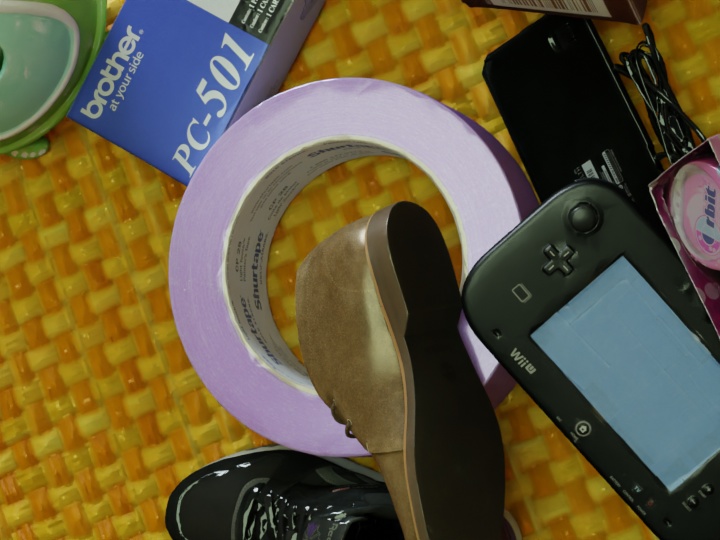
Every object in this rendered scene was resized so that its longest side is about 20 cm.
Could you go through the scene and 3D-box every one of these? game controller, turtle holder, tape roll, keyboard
[{"bbox_3d":[0.144,0.051,1.152,0.104,0.042,0.200,-42,97,0],"label":"game controller"},{"bbox_3d":[-0.238,-0.132,1.277,0.185,0.132,0.142,-21,81,15],"label":"turtle holder"},{"bbox_3d":[0.000,0.000,1.226,0.199,0.066,0.201,-1,86,19],"label":"tape roll"},{"bbox_3d":[0.146,-0.049,1.206,0.104,0.040,0.201,-32,77,37],"label":"keyboard"}]

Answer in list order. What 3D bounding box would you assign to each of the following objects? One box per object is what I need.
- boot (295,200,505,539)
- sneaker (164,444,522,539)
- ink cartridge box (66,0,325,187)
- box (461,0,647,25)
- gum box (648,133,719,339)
[{"bbox_3d":[0.019,0.072,1.154,0.075,0.073,0.201,-20,76,34],"label":"boot"},{"bbox_3d":[-0.018,0.134,1.209,0.199,0.088,0.076,4,87,18],"label":"sneaker"},{"bbox_3d":[-0.075,-0.151,1.272,0.094,0.044,0.201,29,95,19],"label":"ink cartridge box"},{"bbox_3d":[0.114,-0.236,1.182,0.100,0.075,0.201,8,75,20],"label":"box"},{"bbox_3d":[0.240,0.021,1.115,0.113,0.066,0.201,-18,77,-28],"label":"gum box"}]
